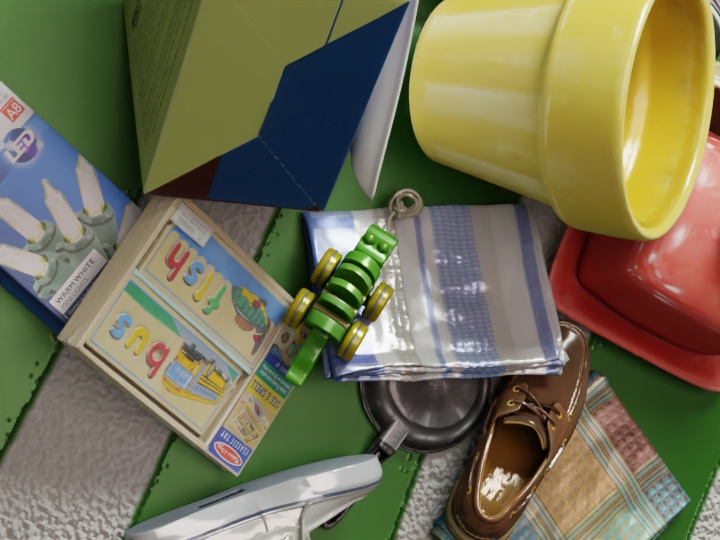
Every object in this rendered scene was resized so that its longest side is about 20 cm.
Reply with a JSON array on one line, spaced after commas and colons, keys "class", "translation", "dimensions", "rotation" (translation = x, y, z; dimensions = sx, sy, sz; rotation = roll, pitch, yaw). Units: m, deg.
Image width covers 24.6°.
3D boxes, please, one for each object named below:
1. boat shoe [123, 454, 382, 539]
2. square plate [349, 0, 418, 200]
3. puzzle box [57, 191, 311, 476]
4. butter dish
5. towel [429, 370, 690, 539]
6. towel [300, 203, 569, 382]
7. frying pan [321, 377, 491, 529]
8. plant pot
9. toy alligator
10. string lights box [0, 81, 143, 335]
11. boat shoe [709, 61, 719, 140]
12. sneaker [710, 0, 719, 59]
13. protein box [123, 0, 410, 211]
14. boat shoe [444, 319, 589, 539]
[{"class": "boat shoe", "translation": [-0.070, 0.203, 1.230], "dimensions": [0.200, 0.075, 0.087], "rotation": [-18, 94, -17]}, {"class": "square plate", "translation": [0.016, -0.175, 1.183], "dimensions": [0.028, 0.198, 0.202], "rotation": [10, 110, -4]}, {"class": "puzzle box", "translation": [-0.116, 0.048, 1.196], "dimensions": [0.134, 0.025, 0.200], "rotation": [-57, 135, -12]}, {"class": "butter dish", "translation": [0.282, -0.024, 1.328], "dimensions": [0.199, 0.148, 0.201], "rotation": [27, 78, -17]}, {"class": "towel", "translation": [0.165, 0.200, 1.344], "dimensions": [0.200, 0.022, 0.147], "rotation": [-40, 102, -17]}, {"class": "towel", "translation": [0.058, 0.015, 1.283], "dimensions": [0.198, 0.024, 0.148], "rotation": [-2, 67, -17]}, {"class": "frying pan", "translation": [0.025, 0.105, 1.295], "dimensions": [0.189, 0.031, 0.116], "rotation": [-31, 97, -21]}, {"class": "plant pot", "translation": [0.148, -0.134, 1.244], "dimensions": [0.200, 0.187, 0.203], "rotation": [-25, 119, -56]}, {"class": "toy alligator", "translation": [0.000, 0.000, 1.231], "dimensions": [0.059, 0.054, 0.201], "rotation": [32, 60, 2]}, {"class": "string lights box", "translation": [-0.221, -0.027, 1.190], "dimensions": [0.200, 0.059, 0.103], "rotation": [43, 72, -14]}, {"class": "boat shoe", "translation": [0.334, -0.143, 1.398], "dimensions": [0.198, 0.071, 0.065], "rotation": [22, 61, -13]}, {"class": "sneaker", "translation": [0.230, -0.249, 1.364], "dimensions": [0.201, 0.080, 0.086], "rotation": [55, 30, 3]}, {"class": "protein box", "translation": [-0.073, -0.186, 1.138], "dimensions": [0.133, 0.199, 0.201], "rotation": [5, 47, -20]}, {"class": "boat shoe", "translation": [0.133, 0.125, 1.297], "dimensions": [0.071, 0.068, 0.201], "rotation": [28, 69, 2]}]
